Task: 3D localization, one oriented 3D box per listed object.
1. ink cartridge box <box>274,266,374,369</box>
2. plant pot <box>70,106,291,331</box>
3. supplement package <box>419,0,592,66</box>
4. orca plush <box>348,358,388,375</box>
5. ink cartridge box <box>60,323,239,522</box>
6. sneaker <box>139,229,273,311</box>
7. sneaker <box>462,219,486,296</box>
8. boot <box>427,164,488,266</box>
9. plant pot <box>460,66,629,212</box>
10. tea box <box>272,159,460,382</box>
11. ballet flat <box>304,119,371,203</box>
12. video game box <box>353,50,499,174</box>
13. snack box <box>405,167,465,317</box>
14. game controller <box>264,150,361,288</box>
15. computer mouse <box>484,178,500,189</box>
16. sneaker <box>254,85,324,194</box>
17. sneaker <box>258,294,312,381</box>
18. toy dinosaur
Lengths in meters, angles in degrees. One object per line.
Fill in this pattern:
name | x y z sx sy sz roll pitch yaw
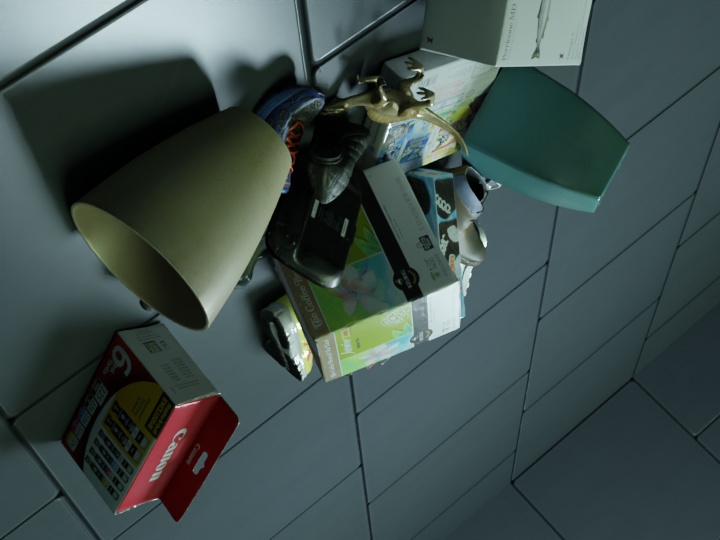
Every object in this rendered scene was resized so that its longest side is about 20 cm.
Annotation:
ink cartridge box | -0.013 0.038 1.638 0.109 0.200 0.050 -39 157 -10
plant pot | -0.168 -0.072 1.281 0.200 0.187 0.188 -49 159 -21
supplement package | 0.179 -0.312 1.452 0.199 0.117 0.118 -13 119 -49
orca plush | -0.031 0.106 1.791 0.071 0.199 0.106 10 97 -36
ink cartridge box | -0.267 0.202 1.530 0.084 0.176 0.201 -10 138 -51
sneaker | -0.173 -0.006 1.443 0.199 0.081 0.074 -34 175 -20
sneaker | 0.135 -0.004 1.982 0.080 0.077 0.201 -14 138 -30
boot | 0.153 -0.077 1.747 0.200 0.096 0.075 46 46 -38
plant pot | 0.259 -0.173 1.666 0.142 0.199 0.141 -61 171 -5
tea box | 0.000 0.000 1.547 0.195 0.201 0.134 -23 152 -7
ballet flat | -0.031 -0.137 1.434 0.200 0.066 0.057 -61 161 -65
video game box | 0.090 -0.214 1.591 0.199 0.047 0.183 -24 146 -37
snack box | 0.088 -0.038 1.662 0.037 0.116 0.202 -15 107 -30
game controller | -0.052 -0.063 1.438 0.042 0.104 0.201 -36 -155 34
computer mouse | 0.201 -0.162 1.834 0.200 0.044 0.110 -44 143 -17
sneaker | -0.100 -0.126 1.393 0.201 0.078 0.075 -53 155 18
sneaker | -0.087 0.090 1.761 0.090 0.078 0.200 -46 161 -21
toy dinosaur | 0.054 -0.203 1.466 0.198 0.059 0.101 11 150 -15
